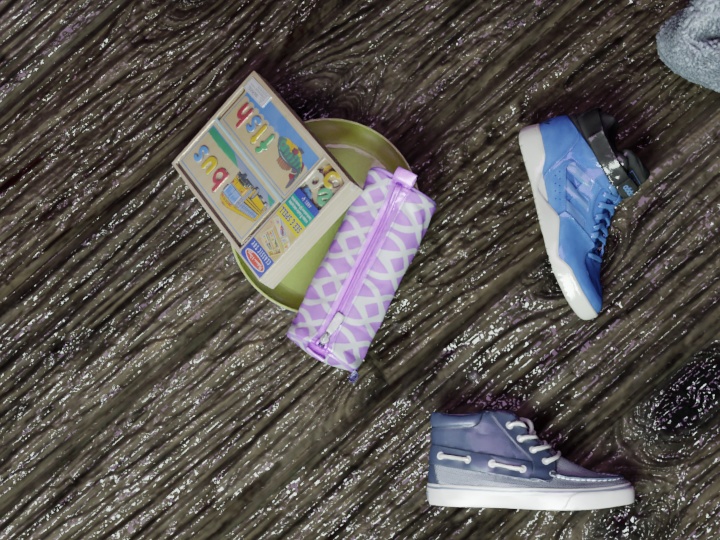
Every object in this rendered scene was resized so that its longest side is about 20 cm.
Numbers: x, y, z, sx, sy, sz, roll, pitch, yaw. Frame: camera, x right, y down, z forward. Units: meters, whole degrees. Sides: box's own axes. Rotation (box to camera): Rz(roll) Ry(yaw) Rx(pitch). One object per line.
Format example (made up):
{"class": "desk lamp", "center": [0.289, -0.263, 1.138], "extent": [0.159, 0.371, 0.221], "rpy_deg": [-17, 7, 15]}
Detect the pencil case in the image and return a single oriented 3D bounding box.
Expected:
{"class": "pencil case", "center": [0.000, 0.000, 1.429], "extent": [0.083, 0.086, 0.202], "rpy_deg": [24, 84, 14]}

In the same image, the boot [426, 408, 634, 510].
{"class": "boot", "center": [0.160, 0.178, 1.409], "extent": [0.198, 0.073, 0.091], "rpy_deg": [0, 86, 10]}

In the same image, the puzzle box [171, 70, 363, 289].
{"class": "puzzle box", "center": [-0.097, -0.093, 1.474], "extent": [0.133, 0.025, 0.200], "rpy_deg": [-47, 52, 9]}

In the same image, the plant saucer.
{"class": "plant saucer", "center": [-0.035, -0.052, 1.503], "extent": [0.198, 0.031, 0.202], "rpy_deg": [-2, 80, 10]}

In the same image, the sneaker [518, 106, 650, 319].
{"class": "sneaker", "center": [0.230, -0.061, 1.434], "extent": [0.110, 0.077, 0.202], "rpy_deg": [-18, 72, 16]}

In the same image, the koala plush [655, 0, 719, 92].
{"class": "koala plush", "center": [0.394, -0.179, 1.389], "extent": [0.183, 0.177, 0.202], "rpy_deg": [-27, 78, 16]}
